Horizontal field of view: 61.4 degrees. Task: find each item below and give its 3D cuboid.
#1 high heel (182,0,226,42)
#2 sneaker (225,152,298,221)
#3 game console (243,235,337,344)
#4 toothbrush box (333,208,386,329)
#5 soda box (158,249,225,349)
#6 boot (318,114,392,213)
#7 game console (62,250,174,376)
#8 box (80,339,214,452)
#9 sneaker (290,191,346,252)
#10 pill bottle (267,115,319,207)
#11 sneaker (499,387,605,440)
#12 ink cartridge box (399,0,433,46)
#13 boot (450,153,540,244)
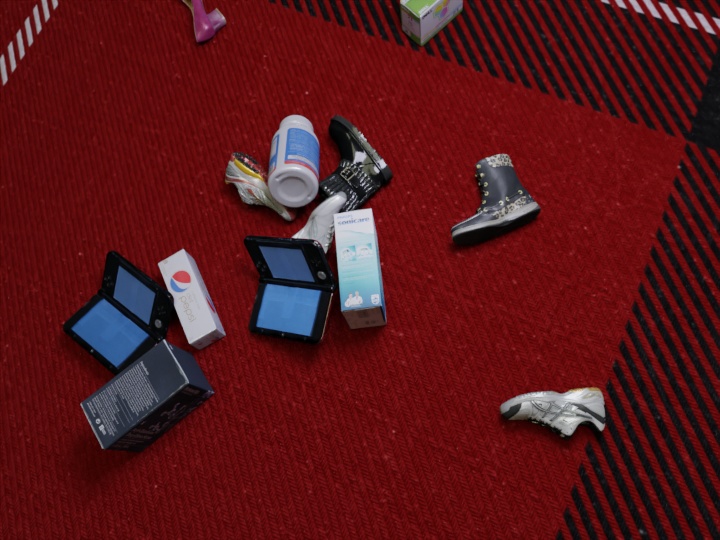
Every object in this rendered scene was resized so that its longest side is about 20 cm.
[{"bbox_3d":[-0.440,-0.669,1.552,0.096,0.067,0.200,-42,85,-19],"label":"high heel"},{"bbox_3d":[-0.222,-0.177,1.367,0.199,0.078,0.083,40,116,9],"label":"sneaker"},{"bbox_3d":[-0.158,0.035,1.223,0.195,0.175,0.120,5,44,31],"label":"game console"},{"bbox_3d":[0.000,0.000,1.234,0.083,0.147,0.206,-8,70,4],"label":"toothbrush box"},{"bbox_3d":[-0.364,0.061,1.304,0.067,0.064,0.203,-27,70,-3],"label":"soda box"},{"bbox_3d":[-0.044,-0.231,1.350,0.157,0.080,0.212,-38,72,-6],"label":"boot"},{"bbox_3d":[-0.513,0.088,1.280,0.198,0.118,0.175,33,120,16],"label":"game console"},{"bbox_3d":[-0.416,0.253,1.203,0.198,0.149,0.108,-38,72,-6],"label":"box"},{"bbox_3d":[-0.083,-0.083,1.287,0.080,0.070,0.201,45,118,4],"label":"sneaker"},{"bbox_3d":[-0.144,-0.247,1.330,0.109,0.114,0.204,-6,50,5],"label":"pill bottle"},{"bbox_3d":[0.363,0.273,1.135,0.194,0.076,0.090,-7,71,6],"label":"sneaker"},{"bbox_3d":[0.163,-0.647,1.395,0.147,0.201,0.076,-42,72,-8],"label":"ink cartridge box"},{"bbox_3d":[0.264,-0.151,1.289,0.198,0.074,0.157,-19,68,-6],"label":"boot"}]
